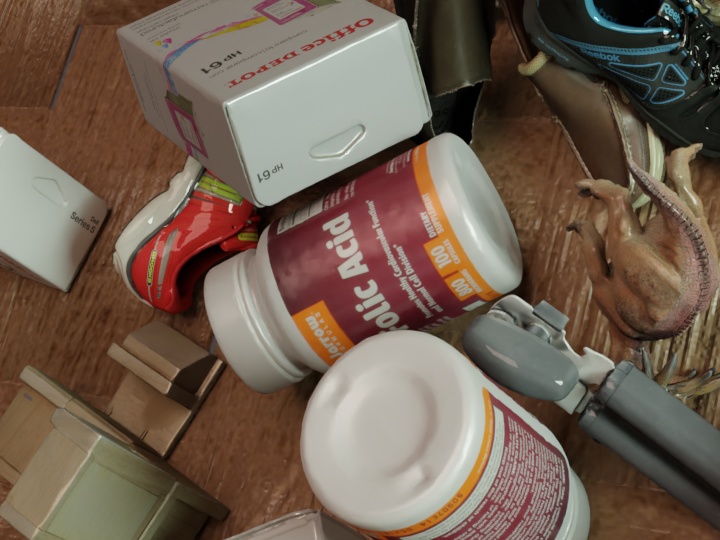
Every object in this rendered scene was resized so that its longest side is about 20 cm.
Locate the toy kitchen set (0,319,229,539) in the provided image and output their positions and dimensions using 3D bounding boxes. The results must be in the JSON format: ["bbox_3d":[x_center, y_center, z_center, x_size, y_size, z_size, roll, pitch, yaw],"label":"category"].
[{"bbox_3d":[-0.196,0.095,1.119,0.199,0.180,0.164,29,82,33],"label":"toy kitchen set"}]

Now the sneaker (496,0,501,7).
[{"bbox_3d":[0.110,-0.231,1.175,0.198,0.101,0.075,15,38,16],"label":"sneaker"}]

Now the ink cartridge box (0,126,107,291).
[{"bbox_3d":[-0.330,-0.069,1.301,0.199,0.145,0.085,18,77,36],"label":"ink cartridge box"}]

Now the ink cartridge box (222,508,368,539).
[{"bbox_3d":[-0.055,0.275,1.009,0.144,0.085,0.202,-23,59,19],"label":"ink cartridge box"}]

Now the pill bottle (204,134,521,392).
[{"bbox_3d":[0.000,0.000,1.081,0.199,0.114,0.115,-27,56,17],"label":"pill bottle"}]

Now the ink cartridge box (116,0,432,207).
[{"bbox_3d":[-0.064,-0.138,1.113,0.144,0.085,0.200,-28,34,-18],"label":"ink cartridge box"}]

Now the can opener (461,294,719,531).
[{"bbox_3d":[0.147,0.090,0.940,0.199,0.054,0.067,37,45,12],"label":"can opener"}]

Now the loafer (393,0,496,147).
[{"bbox_3d":[0.067,-0.156,1.089,0.072,0.201,0.072,-20,49,-16],"label":"loafer"}]

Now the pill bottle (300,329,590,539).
[{"bbox_3d":[0.058,0.123,0.942,0.113,0.200,0.115,-14,60,25],"label":"pill bottle"}]

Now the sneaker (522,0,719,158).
[{"bbox_3d":[0.199,-0.134,1.003,0.198,0.082,0.074,25,74,-6],"label":"sneaker"}]

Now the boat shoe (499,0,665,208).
[{"bbox_3d":[0.138,-0.133,1.068,0.075,0.074,0.204,-41,63,50],"label":"boat shoe"}]

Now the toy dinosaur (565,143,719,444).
[{"bbox_3d":[0.183,0.013,0.956,0.085,0.201,0.137,-9,60,-7],"label":"toy dinosaur"}]

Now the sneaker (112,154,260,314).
[{"bbox_3d":[-0.100,-0.050,1.216,0.085,0.077,0.200,40,92,17],"label":"sneaker"}]

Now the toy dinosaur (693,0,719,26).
[{"bbox_3d":[0.189,-0.201,1.036,0.088,0.198,0.048,174,120,-79],"label":"toy dinosaur"}]
